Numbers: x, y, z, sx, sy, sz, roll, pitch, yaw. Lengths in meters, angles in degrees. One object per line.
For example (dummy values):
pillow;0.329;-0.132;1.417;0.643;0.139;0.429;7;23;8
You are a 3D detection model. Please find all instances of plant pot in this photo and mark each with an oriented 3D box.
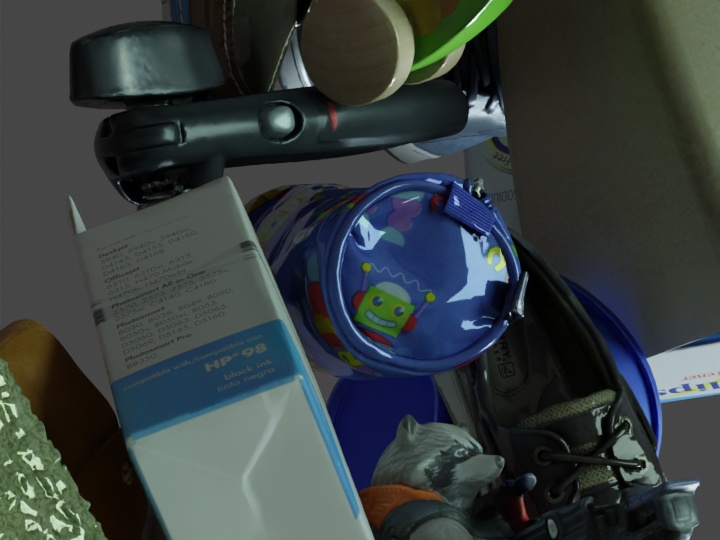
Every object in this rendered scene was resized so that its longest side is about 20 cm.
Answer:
plant pot;0.173;-0.077;1.294;0.200;0.200;0.178;-24;88;-24

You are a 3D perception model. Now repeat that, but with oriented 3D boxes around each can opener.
can opener;-0.030;-0.063;1.182;0.200;0.063;0.079;-3;95;-40

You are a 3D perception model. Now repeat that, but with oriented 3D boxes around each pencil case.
pencil case;0.000;0.000;1.153;0.078;0.200;0.087;43;78;-12

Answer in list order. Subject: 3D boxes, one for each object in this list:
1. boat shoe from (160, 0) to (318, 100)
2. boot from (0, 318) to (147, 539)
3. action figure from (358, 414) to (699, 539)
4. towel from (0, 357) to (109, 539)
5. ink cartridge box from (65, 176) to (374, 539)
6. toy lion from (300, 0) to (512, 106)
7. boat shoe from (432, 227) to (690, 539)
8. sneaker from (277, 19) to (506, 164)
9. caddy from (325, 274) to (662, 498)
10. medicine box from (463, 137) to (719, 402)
boat shoe;-0.038;-0.151;1.262;0.072;0.072;0.201;53;35;-49
boot;-0.103;0.125;0.993;0.202;0.071;0.144;71;24;-12
action figure;0.043;0.139;1.051;0.104;0.200;0.194;5;61;-25
towel;-0.143;0.076;0.871;0.148;0.036;0.200;-36;99;-52
ink cartridge box;-0.050;0.046;1.054;0.200;0.067;0.116;-113;-178;-60
toy lion;0.010;-0.197;1.150;0.200;0.192;0.069;53;33;9
boat shoe;0.081;0.070;1.137;0.065;0.072;0.200;97;-26;-57
sneaker;0.051;-0.107;1.373;0.202;0.146;0.077;19;65;-64
caddy;0.057;0.096;1.277;0.105;0.141;0.201;-43;143;-60
medicine box;0.157;-0.035;1.550;0.103;0.182;0.201;37;47;-59
